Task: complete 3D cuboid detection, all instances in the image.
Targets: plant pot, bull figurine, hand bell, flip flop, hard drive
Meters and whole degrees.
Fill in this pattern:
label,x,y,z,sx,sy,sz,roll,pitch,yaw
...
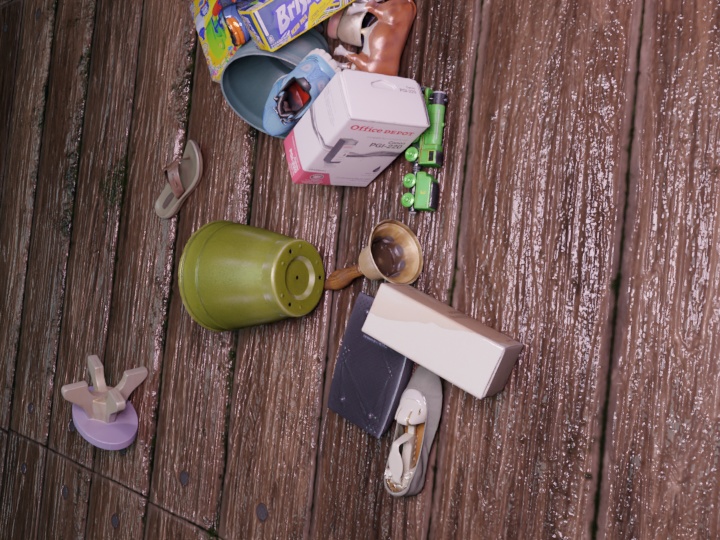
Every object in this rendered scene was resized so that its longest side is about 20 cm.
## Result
label,x,y,z,sx,sy,sz,roll,pitch,yaw
plant pot,-0.172,0.012,1.220,0.192,0.200,0.201,2,86,37
bull figurine,0.022,-0.356,1.153,0.065,0.121,0.201,-170,98,-85
hand bell,0.000,0.000,1.152,0.200,0.104,0.105,-27,67,51
flip flop,-0.402,-0.195,1.535,0.200,0.057,0.081,-49,56,27
plant pot,-0.126,-0.346,1.235,0.200,0.200,0.135,-10,51,41
hard drive,0.024,0.147,1.124,0.135,0.042,0.201,21,98,42

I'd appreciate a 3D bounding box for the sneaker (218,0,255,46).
label,x,y,z,sx,sy,sz,roll,pitch,yaw
sneaker,-0.192,-0.439,1.198,0.078,0.076,0.200,-19,44,-2

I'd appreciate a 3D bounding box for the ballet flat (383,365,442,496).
label,x,y,z,sx,sy,sz,roll,pitch,yaw
ballet flat,0.076,0.239,1.052,0.067,0.064,0.201,10,92,42

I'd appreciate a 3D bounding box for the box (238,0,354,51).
label,x,y,z,sx,sy,sz,roll,pitch,yaw
box,-0.086,-0.423,1.108,0.200,0.070,0.064,-36,33,-13

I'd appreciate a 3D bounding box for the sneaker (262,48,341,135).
label,x,y,z,sx,sy,sz,roll,pitch,yaw
sneaker,-0.113,-0.268,1.112,0.078,0.090,0.200,46,145,-7

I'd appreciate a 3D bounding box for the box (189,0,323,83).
label,x,y,z,sx,sy,sz,roll,pitch,yaw
box,-0.201,-0.479,1.346,0.200,0.122,0.193,-36,63,33

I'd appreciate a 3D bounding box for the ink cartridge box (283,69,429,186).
label,x,y,z,sx,sy,sz,roll,pitch,yaw
ink cartridge box,-0.010,-0.212,1.093,0.200,0.145,0.085,-40,58,52

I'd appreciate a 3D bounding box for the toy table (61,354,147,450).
label,x,y,z,sx,sy,sz,roll,pitch,yaw
toy table,-0.559,0.284,1.559,0.200,0.184,0.118,30,122,31

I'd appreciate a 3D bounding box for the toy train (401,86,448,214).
label,x,y,z,sx,sy,sz,roll,pitch,yaw
toy train,0.101,-0.187,1.097,0.056,0.042,0.201,5,88,32

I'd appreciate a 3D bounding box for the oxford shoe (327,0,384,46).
label,x,y,z,sx,sy,sz,roll,pitch,yaw
oxford shoe,0.018,-0.477,1.200,0.074,0.071,0.201,29,105,13

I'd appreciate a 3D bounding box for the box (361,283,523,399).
label,x,y,z,sx,sy,sz,roll,pitch,yaw
box,0.113,0.094,0.990,0.200,0.095,0.078,27,101,26
